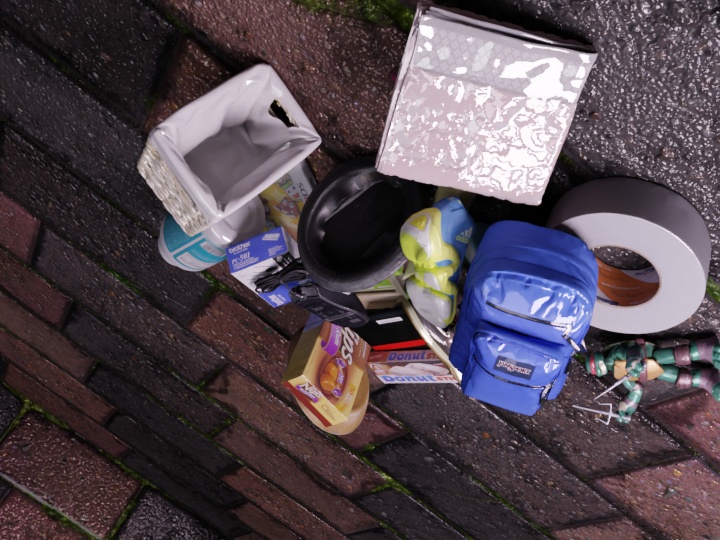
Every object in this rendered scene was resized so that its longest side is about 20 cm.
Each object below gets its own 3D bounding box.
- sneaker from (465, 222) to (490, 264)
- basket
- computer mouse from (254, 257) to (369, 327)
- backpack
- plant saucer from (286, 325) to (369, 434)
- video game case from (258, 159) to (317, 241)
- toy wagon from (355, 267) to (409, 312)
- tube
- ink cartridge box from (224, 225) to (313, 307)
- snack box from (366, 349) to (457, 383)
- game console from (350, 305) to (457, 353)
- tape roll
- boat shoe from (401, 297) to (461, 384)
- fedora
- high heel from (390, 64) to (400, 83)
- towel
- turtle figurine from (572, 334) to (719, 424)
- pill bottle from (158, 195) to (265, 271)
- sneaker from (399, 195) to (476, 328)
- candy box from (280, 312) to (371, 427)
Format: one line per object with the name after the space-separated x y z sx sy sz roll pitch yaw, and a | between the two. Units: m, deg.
0.175 0.026 1.022 0.200 0.080 0.130 47 140 -19 | sneaker
-0.174 -0.153 0.946 0.136 0.200 0.123 53 147 -8 | basket
-0.048 0.026 1.088 0.198 0.047 0.139 25 150 -31 | computer mouse
0.197 0.057 0.856 0.159 0.169 0.202 13 134 4 | backpack
-0.045 0.182 1.270 0.035 0.202 0.200 -29 115 33 | plant saucer
-0.139 -0.106 1.136 0.197 0.023 0.184 3 135 33 | video game case
0.000 0.000 1.125 0.153 0.040 0.201 -4 139 31 | toy wagon
0.108 -0.060 0.983 0.057 0.053 0.202 13 141 -3 | tube
-0.129 -0.001 1.131 0.092 0.045 0.200 -21 160 5 | ink cartridge box
0.103 0.161 1.216 0.197 0.025 0.072 -8 139 39 | snack box
0.095 0.111 1.199 0.198 0.031 0.177 -14 133 44 | game console
0.317 -0.014 0.883 0.197 0.067 0.202 20 143 15 | tape roll
0.137 0.105 1.085 0.065 0.073 0.200 -39 113 6 | boat shoe
0.014 -0.056 0.992 0.197 0.205 0.091 7 170 29 | fedora
0.116 -0.165 0.842 0.197 0.068 0.097 25 133 2 | high heel
0.130 -0.169 0.777 0.196 0.033 0.193 12 127 -5 | towel
0.382 0.138 0.989 0.196 0.102 0.150 -7 147 20 | turtle figurine
-0.245 -0.065 1.145 0.198 0.112 0.111 -19 122 46 | pill bottle
0.111 -0.012 0.911 0.075 0.105 0.201 37 158 30 | sneaker
-0.047 0.142 1.209 0.056 0.202 0.117 -24 119 36 | candy box
